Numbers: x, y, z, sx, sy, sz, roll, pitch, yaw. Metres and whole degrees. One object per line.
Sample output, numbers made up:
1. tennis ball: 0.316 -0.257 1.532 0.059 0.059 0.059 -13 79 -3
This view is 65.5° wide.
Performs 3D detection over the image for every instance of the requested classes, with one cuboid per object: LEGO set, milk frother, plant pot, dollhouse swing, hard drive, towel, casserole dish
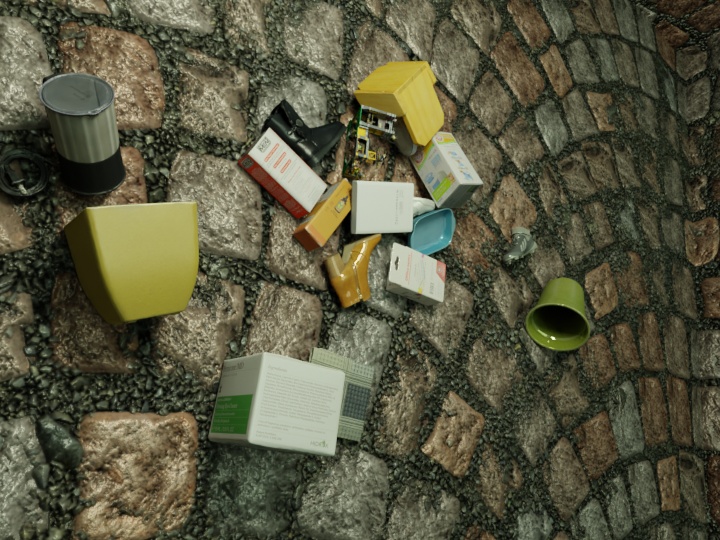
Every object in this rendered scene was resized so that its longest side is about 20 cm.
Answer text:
1. LEGO set: 0.030 -0.332 1.484 0.115 0.154 0.201 11 63 -17
2. milk frother: -0.542 -0.231 0.993 0.180 0.189 0.200 30 50 10
3. plant pot: 0.659 0.128 1.847 0.201 0.200 0.185 49 43 -17
4. dollhouse swing: 0.115 -0.462 1.571 0.200 0.181 0.177 -53 140 -36
5. hard drive: 0.059 -0.165 1.466 0.199 0.027 0.133 -5 100 -40
6. plant pot: -0.415 -0.007 1.042 0.195 0.194 0.202 -9 89 -39
7. towel: -0.062 0.296 1.338 0.199 0.034 0.194 25 67 -33
8. casserole dish: 0.198 -0.112 1.608 0.199 0.039 0.122 -22 121 -38

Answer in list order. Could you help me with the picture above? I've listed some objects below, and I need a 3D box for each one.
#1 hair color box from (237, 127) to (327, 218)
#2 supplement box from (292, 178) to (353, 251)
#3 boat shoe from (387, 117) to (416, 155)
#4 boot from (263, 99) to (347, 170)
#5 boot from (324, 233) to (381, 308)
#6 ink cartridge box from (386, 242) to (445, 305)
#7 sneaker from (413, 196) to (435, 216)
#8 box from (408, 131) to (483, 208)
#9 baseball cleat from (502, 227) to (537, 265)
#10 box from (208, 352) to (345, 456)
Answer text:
1. hair color box: -0.185 -0.232 1.352 0.200 0.061 0.102 44 56 -22
2. supplement box: -0.083 -0.141 1.405 0.067 0.069 0.200 48 56 -19
3. boat shoe: 0.086 -0.416 1.599 0.086 0.074 0.203 -25 91 -40
4. boot: -0.137 -0.367 1.411 0.168 0.076 0.201 47 51 -16
5. boot: 0.000 0.000 1.440 0.201 0.071 0.145 -32 105 -36
6. ink cartridge box: 0.140 0.012 1.536 0.199 0.067 0.117 22 65 -33
7. sneaker: 0.125 -0.164 1.578 0.199 0.075 0.089 0 92 -33
8. box: 0.245 -0.293 1.627 0.101 0.113 0.201 -6 61 -39
9. baseball cleat: 0.515 -0.084 1.858 0.199 0.070 0.107 -18 83 -48
10. box: -0.171 0.277 1.145 0.199 0.198 0.173 22 66 -32
